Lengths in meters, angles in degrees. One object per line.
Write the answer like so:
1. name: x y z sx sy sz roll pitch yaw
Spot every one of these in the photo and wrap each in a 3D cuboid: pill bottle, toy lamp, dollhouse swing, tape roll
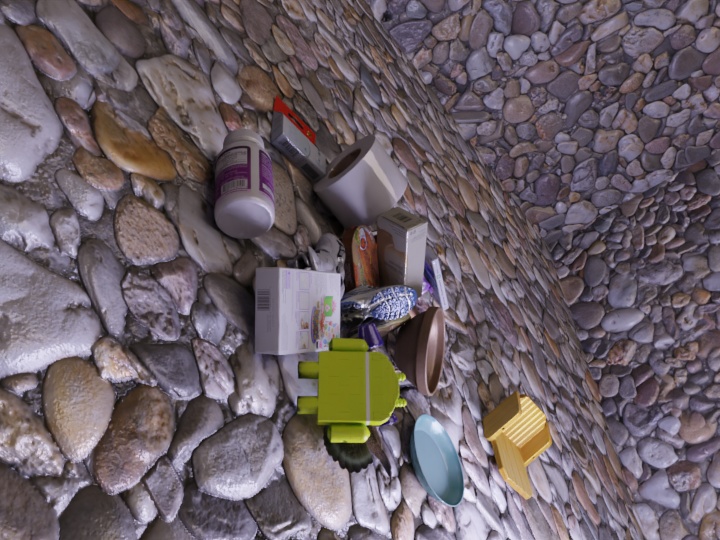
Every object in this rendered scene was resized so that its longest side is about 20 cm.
1. pill bottle: -0.220 -0.170 1.180 0.112 0.111 0.203 34 36 -42
2. toy lamp: 0.032 0.210 1.272 0.058 0.057 0.205 -5 81 -62
3. dollhouse swing: 0.457 0.485 1.720 0.200 0.181 0.177 44 9 -31
4. tape roll: 0.000 -0.213 1.535 0.140 0.201 0.204 48 28 -21

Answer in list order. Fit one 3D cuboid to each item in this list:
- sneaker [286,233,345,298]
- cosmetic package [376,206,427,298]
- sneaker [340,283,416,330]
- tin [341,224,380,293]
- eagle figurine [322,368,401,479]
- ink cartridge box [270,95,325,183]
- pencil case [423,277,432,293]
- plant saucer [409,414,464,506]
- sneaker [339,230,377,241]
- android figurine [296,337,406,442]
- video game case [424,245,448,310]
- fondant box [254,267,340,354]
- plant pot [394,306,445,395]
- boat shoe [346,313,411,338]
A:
1. sneaker: -0.091 -0.025 1.312 0.114 0.074 0.203 39 31 -36
2. cosmetic package: 0.093 -0.032 1.453 0.070 0.104 0.204 -24 128 -35
3. sneaker: 0.022 0.059 1.329 0.086 0.195 0.079 -117 -161 -60
4. tin: 0.000 0.000 1.420 0.111 0.041 0.206 -16 102 -63
5. eagle figurine: 0.005 0.273 1.163 0.148 0.151 0.205 11 78 -7
6. ink cartridge box: -0.151 -0.340 1.561 0.160 0.047 0.203 40 34 -37
7. pencil case: 0.123 -0.026 1.659 0.084 0.084 0.203 -66 137 -61
8. plant saucer: 0.161 0.420 1.370 0.200 0.036 0.203 44 29 -32
9. sneaker: 0.005 -0.045 1.540 0.199 0.069 0.092 -15 91 -64
10. android figurine: -0.015 0.207 1.098 0.041 0.195 0.186 106 -17 -64
11. video game case: 0.175 -0.016 1.704 0.201 0.022 0.184 -123 -169 -49
12. fondant box: -0.110 0.073 1.136 0.199 0.057 0.148 7 83 -59
13. plant pot: 0.135 0.183 1.457 0.200 0.090 0.206 5 90 -72
14. boat shoe: 0.032 0.116 1.383 0.198 0.073 0.066 -15 68 -49
